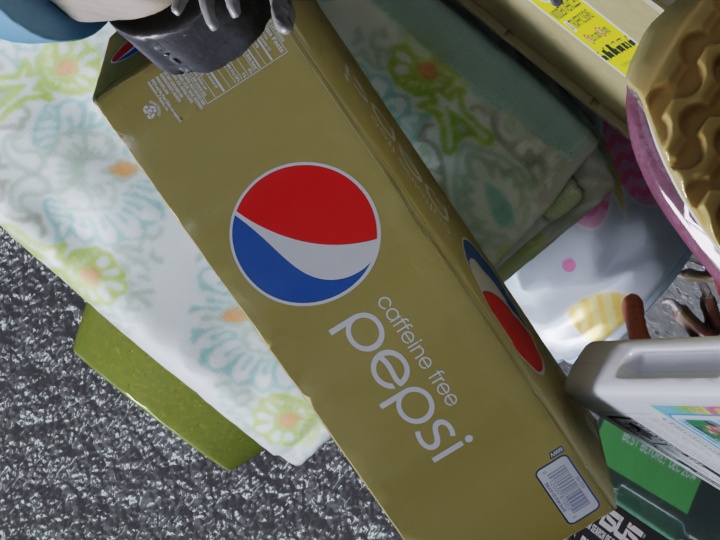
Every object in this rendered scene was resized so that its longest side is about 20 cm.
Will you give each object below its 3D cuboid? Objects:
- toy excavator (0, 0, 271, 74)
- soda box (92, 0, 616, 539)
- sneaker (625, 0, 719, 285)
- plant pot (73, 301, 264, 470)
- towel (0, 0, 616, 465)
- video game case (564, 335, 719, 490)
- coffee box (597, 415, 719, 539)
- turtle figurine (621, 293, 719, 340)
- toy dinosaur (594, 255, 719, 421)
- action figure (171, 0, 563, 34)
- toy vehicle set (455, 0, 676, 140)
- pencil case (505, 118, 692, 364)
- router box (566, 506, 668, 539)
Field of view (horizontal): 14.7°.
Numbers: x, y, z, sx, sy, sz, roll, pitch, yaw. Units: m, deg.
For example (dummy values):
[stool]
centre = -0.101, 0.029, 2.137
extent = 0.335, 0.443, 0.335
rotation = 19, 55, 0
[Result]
[toy excavator]
centre = -0.114, -0.159, 0.823
extent = 0.199, 0.196, 0.100
rotation = 1, 156, 33
[soda box]
centre = 0.000, 0.000, 0.860
extent = 0.201, 0.064, 0.068
rotation = 56, -169, -18
[sneaker]
centre = 0.140, 0.008, 0.633
extent = 0.199, 0.075, 0.090
rotation = 34, 174, -3
[plant pot]
centre = -0.037, -0.016, 1.277
extent = 0.187, 0.200, 0.187
rotation = 38, 177, 2
[towel]
centre = -0.038, -0.047, 0.912
extent = 0.200, 0.171, 0.048
rotation = 41, -154, -11
[video game case]
centre = 0.172, 0.076, 0.811
extent = 0.199, 0.024, 0.182
rotation = 31, 170, -11
[coffee box]
centre = 0.186, 0.103, 0.991
extent = 0.199, 0.044, 0.123
rotation = 23, -177, -23
[turtle figurine]
centre = 0.170, 0.033, 0.860
extent = 0.161, 0.065, 0.200
rotation = 31, 171, -16
[toy dinosaur]
centre = 0.165, 0.026, 1.093
extent = 0.198, 0.106, 0.181
rotation = 1, 170, -13
[action figure]
centre = -0.015, -0.106, 0.617
extent = 0.200, 0.102, 0.119
rotation = 38, 166, 27
[toy vehicle set]
centre = 0.078, -0.069, 0.769
extent = 0.124, 0.027, 0.200
rotation = 38, 177, -4
[pencil case]
centre = 0.028, -0.054, 0.968
extent = 0.200, 0.091, 0.083
rotation = 37, 159, -10
[router box]
centre = 0.174, 0.156, 1.009
extent = 0.149, 0.062, 0.200
rotation = 24, -176, -26
